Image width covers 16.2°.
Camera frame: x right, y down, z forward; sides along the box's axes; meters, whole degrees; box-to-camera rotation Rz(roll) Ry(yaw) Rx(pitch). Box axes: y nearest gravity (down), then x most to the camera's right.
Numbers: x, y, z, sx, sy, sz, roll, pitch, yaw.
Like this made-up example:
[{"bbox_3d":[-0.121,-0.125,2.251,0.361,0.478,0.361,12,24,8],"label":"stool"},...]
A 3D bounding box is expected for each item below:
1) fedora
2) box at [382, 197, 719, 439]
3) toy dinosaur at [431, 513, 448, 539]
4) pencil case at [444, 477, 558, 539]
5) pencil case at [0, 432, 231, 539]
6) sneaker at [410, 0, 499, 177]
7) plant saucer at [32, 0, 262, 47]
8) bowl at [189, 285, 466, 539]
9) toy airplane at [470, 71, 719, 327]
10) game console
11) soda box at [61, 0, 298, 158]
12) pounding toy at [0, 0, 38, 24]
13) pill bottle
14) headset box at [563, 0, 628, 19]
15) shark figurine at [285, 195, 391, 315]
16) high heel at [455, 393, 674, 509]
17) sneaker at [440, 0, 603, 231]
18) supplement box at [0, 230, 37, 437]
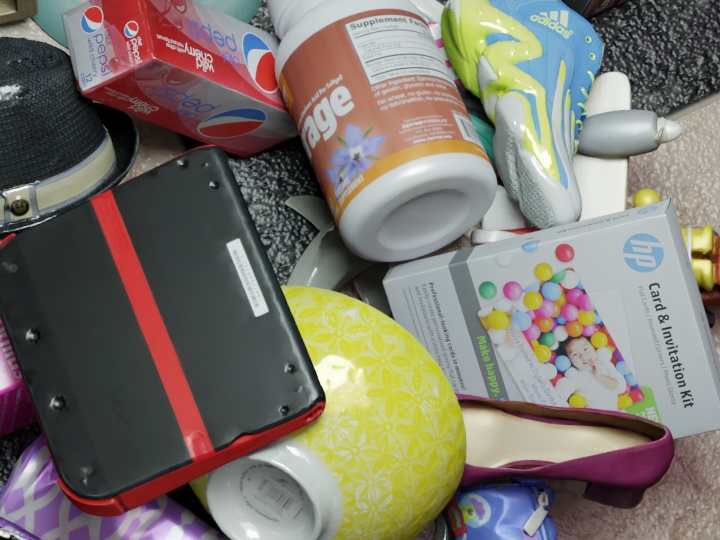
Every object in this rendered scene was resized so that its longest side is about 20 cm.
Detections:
[{"bbox_3d":[-0.251,-0.098,1.684,0.200,0.092,0.201,-6,30,3],"label":"fedora"},{"bbox_3d":[0.132,0.050,1.693,0.199,0.041,0.157,-13,106,17],"label":"box"},{"bbox_3d":[0.036,0.247,1.662,0.077,0.102,0.201,-3,59,-26],"label":"toy dinosaur"},{"bbox_3d":[0.112,0.233,1.684,0.078,0.087,0.201,2,68,-35],"label":"pencil case"},{"bbox_3d":[-0.150,0.182,1.647,0.200,0.084,0.086,31,47,1],"label":"pencil case"},{"bbox_3d":[0.035,-0.125,1.812,0.199,0.084,0.121,29,56,-1],"label":"sneaker"},{"bbox_3d":[-0.160,-0.244,1.838,0.199,0.036,0.201,4,69,-11],"label":"plant saucer"},{"bbox_3d":[-0.042,0.122,1.617,0.200,0.200,0.108,33,38,2],"label":"bowl"},{"bbox_3d":[0.173,-0.014,1.761,0.199,0.141,0.200,-38,86,-14],"label":"toy airplane"},{"bbox_3d":[-0.133,0.038,1.587,0.176,0.031,0.201,-24,69,2],"label":"game console"},{"bbox_3d":[-0.112,-0.136,1.723,0.070,0.200,0.064,-22,69,27],"label":"soda box"},{"bbox_3d":[-0.300,-0.264,1.716,0.183,0.200,0.143,-14,72,-10],"label":"pounding toy"},{"bbox_3d":[0.008,-0.115,1.713,0.112,0.112,0.201,-14,61,-17],"label":"pill bottle"},{"bbox_3d":[0.201,-0.290,1.912,0.199,0.075,0.149,-24,76,-20],"label":"headset box"},{"bbox_3d":[-0.020,0.009,1.740,0.128,0.090,0.215,26,67,8],"label":"shark figurine"},{"bbox_3d":[0.103,0.100,1.644,0.199,0.096,0.068,10,59,-3],"label":"high heel"},{"bbox_3d":[0.134,-0.121,1.739,0.105,0.076,0.201,-16,64,-14],"label":"sneaker"},{"bbox_3d":[-0.252,0.051,1.668,0.199,0.103,0.101,-23,74,-21],"label":"supplement box"}]
